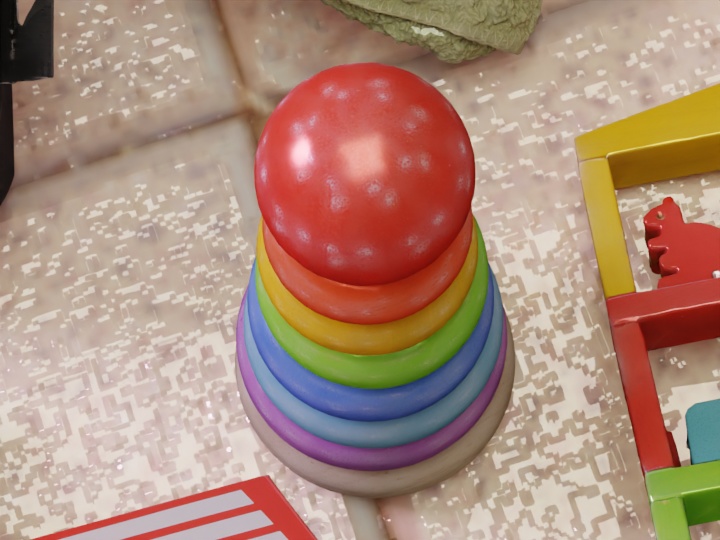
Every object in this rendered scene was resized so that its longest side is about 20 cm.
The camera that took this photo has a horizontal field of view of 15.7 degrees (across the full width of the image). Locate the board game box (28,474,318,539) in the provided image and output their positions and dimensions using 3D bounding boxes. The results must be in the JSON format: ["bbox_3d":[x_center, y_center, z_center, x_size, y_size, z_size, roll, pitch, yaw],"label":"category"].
[{"bbox_3d":[-0.082,0.134,0.673,0.199,0.046,0.152,-14,35,-24],"label":"board game box"}]

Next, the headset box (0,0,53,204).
[{"bbox_3d":[-0.187,-0.088,0.766,0.199,0.077,0.149,5,114,5],"label":"headset box"}]

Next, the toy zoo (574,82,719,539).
[{"bbox_3d":[0.137,0.007,0.763,0.131,0.020,0.200,-11,54,4],"label":"toy zoo"}]

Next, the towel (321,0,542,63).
[{"bbox_3d":[-0.021,-0.161,0.807,0.199,0.036,0.149,20,89,-5],"label":"towel"}]

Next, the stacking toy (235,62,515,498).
[{"bbox_3d":[0.000,0.000,0.703,0.085,0.200,0.086,-1,72,3],"label":"stacking toy"}]
